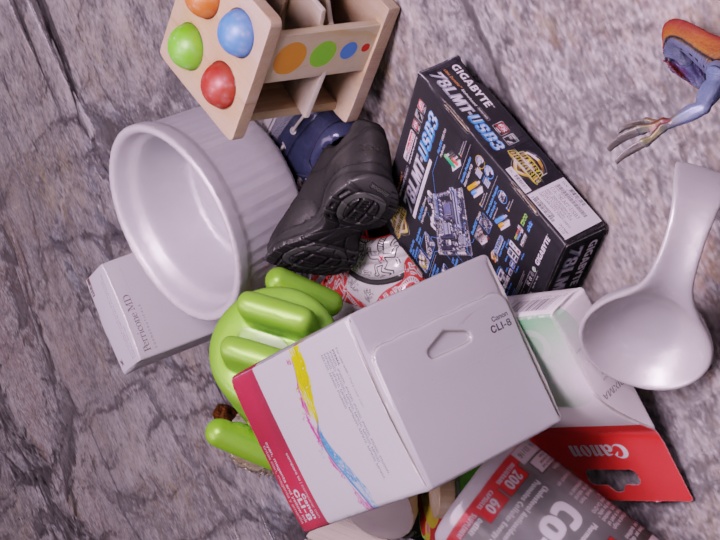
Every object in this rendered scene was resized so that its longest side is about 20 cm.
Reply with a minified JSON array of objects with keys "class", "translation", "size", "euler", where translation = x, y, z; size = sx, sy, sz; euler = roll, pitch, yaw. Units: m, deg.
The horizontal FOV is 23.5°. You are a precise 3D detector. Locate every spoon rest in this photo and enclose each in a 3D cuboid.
[{"class":"spoon rest","translation":[0.214,0.017,1.233],"size":[0.099,0.061,0.200],"euler":[17,134,8]}]

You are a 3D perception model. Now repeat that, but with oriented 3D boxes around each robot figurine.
[{"class":"robot figurine","translation":[-0.066,0.087,1.539],"size":[0.115,0.176,0.200],"euler":[13,162,15]}]

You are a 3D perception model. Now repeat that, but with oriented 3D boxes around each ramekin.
[{"class":"ramekin","translation":[-0.143,-0.062,1.653],"size":[0.200,0.098,0.201],"euler":[34,139,36]}]

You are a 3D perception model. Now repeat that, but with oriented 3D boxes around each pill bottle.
[{"class":"pill bottle","translation":[0.169,0.232,1.385],"size":[0.200,0.114,0.114],"euler":[37,145,12]}]

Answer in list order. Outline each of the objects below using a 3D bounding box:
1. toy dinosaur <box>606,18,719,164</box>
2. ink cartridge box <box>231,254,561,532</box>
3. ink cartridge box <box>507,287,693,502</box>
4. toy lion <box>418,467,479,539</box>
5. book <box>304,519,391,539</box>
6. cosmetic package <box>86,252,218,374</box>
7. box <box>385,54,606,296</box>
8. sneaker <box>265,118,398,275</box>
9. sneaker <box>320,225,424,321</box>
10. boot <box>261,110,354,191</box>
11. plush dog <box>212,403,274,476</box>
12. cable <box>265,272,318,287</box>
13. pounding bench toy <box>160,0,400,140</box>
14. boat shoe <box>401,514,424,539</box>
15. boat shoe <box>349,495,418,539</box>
[{"class":"toy dinosaur","translation":[0.261,-0.113,1.091],"size":[0.200,0.105,0.182],"euler":[-40,55,24]},{"class":"ink cartridge box","translation":[0.025,0.098,1.350],"size":[0.200,0.145,0.145],"euler":[-30,85,56]},{"class":"ink cartridge box","translation":[0.156,0.113,1.382],"size":[0.161,0.050,0.200],"euler":[-10,111,55]},{"class":"toy lion","translation":[0.079,0.154,1.560],"size":[0.192,0.068,0.200],"euler":[134,135,-76]},{"class":"book","translation":[0.051,0.323,1.710],"size":[0.200,0.048,0.134],"euler":[49,163,-30]},{"class":"cosmetic package","translation":[-0.172,0.019,1.810],"size":[0.113,0.200,0.081],"euler":[65,153,4]},{"class":"box","translation":[0.101,-0.040,1.428],"size":[0.199,0.050,0.200],"euler":[54,151,26]},{"class":"sneaker","translation":[-0.022,-0.061,1.530],"size":[0.200,0.076,0.091],"euler":[-40,40,50]},{"class":"sneaker","translation":[0.001,0.000,1.628],"size":[0.201,0.067,0.108],"euler":[4,111,58]},{"class":"boot","translation":[-0.057,-0.100,1.646],"size":[0.090,0.073,0.200],"euler":[61,153,27]},{"class":"plush dog","translation":[-0.057,0.149,1.725],"size":[0.200,0.172,0.161],"euler":[-15,97,62]},{"class":"cable","translation":[-0.083,0.043,1.734],"size":[0.200,0.050,0.097],"euler":[-66,26,20]},{"class":"pounding bench toy","translation":[-0.098,-0.229,1.507],"size":[0.200,0.156,0.124],"euler":[50,135,31]},{"class":"boat shoe","translation":[0.038,0.229,1.680],"size":[0.200,0.068,0.072],"euler":[51,156,-22]},{"class":"boat shoe","translation":[0.026,0.159,1.578],"size":[0.075,0.093,0.200],"euler":[13,142,13]}]
